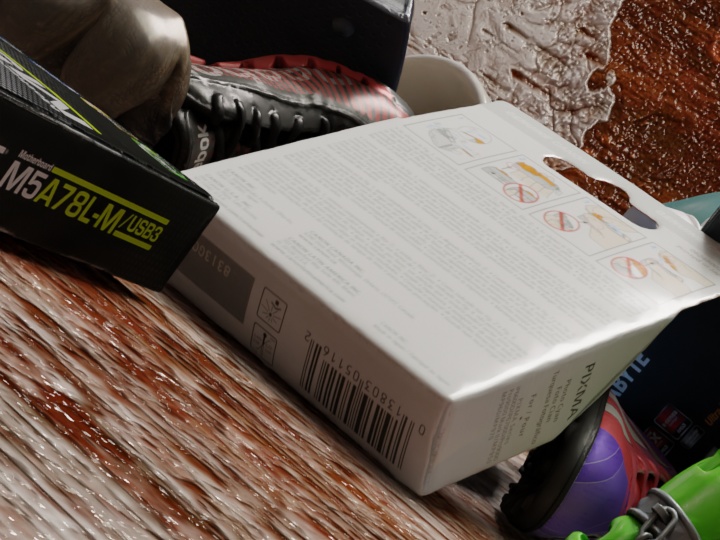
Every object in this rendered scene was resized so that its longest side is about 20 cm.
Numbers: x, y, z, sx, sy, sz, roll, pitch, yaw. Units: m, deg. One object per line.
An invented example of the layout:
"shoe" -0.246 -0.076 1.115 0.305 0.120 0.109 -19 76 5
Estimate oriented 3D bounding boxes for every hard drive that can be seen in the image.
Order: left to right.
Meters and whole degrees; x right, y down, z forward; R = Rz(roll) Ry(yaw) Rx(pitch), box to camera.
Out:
"hard drive" -0.044 -0.107 1.109 0.135 0.042 0.200 29 -29 2

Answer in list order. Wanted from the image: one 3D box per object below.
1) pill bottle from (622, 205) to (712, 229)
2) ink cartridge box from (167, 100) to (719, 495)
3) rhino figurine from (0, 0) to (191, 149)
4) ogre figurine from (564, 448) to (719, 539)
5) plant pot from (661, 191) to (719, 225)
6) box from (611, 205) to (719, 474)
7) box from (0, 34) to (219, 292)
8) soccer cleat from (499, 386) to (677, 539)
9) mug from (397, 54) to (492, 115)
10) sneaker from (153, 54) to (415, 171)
"pill bottle" 0.220 0.033 1.131 0.200 0.112 0.112 16 8 -13
"ink cartridge box" 0.041 0.001 0.890 0.200 0.047 0.160 -16 43 -44
"rhino figurine" -0.148 -0.108 0.937 0.200 0.088 0.060 38 4 27
"ogre figurine" 0.173 0.113 0.858 0.200 0.120 0.098 35 4 -14
"plant pot" 0.226 0.043 1.275 0.200 0.201 0.161 36 -17 -7
"box" 0.194 0.052 0.981 0.159 0.046 0.200 39 -39 6
"box" -0.162 -0.078 0.744 0.200 0.048 0.193 37 1 22
"soccer cleat" 0.105 0.091 0.941 0.073 0.068 0.200 33 0 8
"mug" 0.040 -0.004 1.283 0.149 0.187 0.153 -3 -33 37
"sneaker" -0.062 -0.060 1.007 0.200 0.071 0.098 10 24 -21
